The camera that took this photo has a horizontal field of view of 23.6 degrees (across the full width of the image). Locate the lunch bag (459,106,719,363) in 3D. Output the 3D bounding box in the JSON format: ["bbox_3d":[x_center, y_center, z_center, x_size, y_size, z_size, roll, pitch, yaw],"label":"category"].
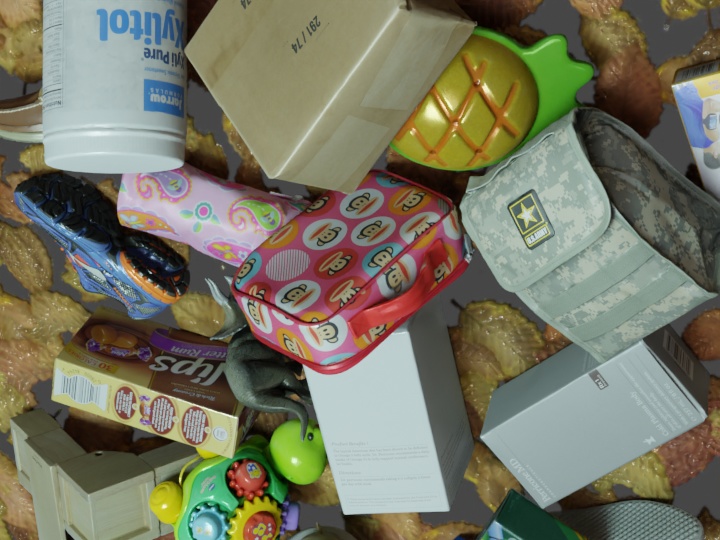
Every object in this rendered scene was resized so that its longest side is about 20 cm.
[{"bbox_3d":[0.199,-0.036,1.502,0.199,0.118,0.164,37,139,-15],"label":"lunch bag"}]

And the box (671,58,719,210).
[{"bbox_3d":[0.356,-0.093,1.500,0.118,0.042,0.202,-14,110,24],"label":"box"}]

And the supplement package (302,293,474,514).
[{"bbox_3d":[0.028,0.121,1.674,0.115,0.118,0.202,-4,116,21],"label":"supplement package"}]

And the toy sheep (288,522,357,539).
[{"bbox_3d":[-0.044,0.345,1.809,0.136,0.139,0.201,14,140,10],"label":"toy sheep"}]

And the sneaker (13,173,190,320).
[{"bbox_3d":[-0.269,-0.018,1.726,0.199,0.075,0.079,39,125,-3],"label":"sneaker"}]

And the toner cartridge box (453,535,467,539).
[{"bbox_3d":[0.062,0.376,1.768,0.200,0.043,0.095,-40,105,-13],"label":"toner cartridge box"}]

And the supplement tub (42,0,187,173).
[{"bbox_3d":[-0.219,-0.194,1.538,0.130,0.132,0.203,-3,86,19],"label":"supplement tub"}]

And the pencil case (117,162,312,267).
[{"bbox_3d":[-0.135,-0.054,1.658,0.198,0.088,0.088,19,121,8],"label":"pencil case"}]

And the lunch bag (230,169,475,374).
[{"bbox_3d":[0.000,0.000,1.548,0.175,0.200,0.083,23,145,49],"label":"lunch bag"}]

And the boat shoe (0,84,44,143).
[{"bbox_3d":[-0.264,-0.170,1.649,0.197,0.076,0.075,-5,111,11],"label":"boat shoe"}]

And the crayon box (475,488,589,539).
[{"bbox_3d":[0.200,0.316,1.687,0.199,0.052,0.126,32,137,5],"label":"crayon box"}]

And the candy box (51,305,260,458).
[{"bbox_3d":[-0.199,0.111,1.744,0.198,0.117,0.057,16,121,10],"label":"candy box"}]

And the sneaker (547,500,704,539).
[{"bbox_3d":[0.260,0.296,1.723,0.198,0.073,0.115,-6,119,33],"label":"sneaker"}]

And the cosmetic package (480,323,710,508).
[{"bbox_3d":[0.222,0.128,1.633,0.199,0.090,0.107,-37,105,27],"label":"cosmetic package"}]

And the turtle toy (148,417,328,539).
[{"bbox_3d":[-0.112,0.230,1.763,0.101,0.201,0.146,25,161,50],"label":"turtle toy"}]

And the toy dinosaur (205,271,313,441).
[{"bbox_3d":[-0.096,0.100,1.696,0.101,0.202,0.077,0,142,-18],"label":"toy dinosaur"}]

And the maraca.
[{"bbox_3d":[0.106,-0.152,1.514,0.197,0.107,0.139,-1,123,6],"label":"maraca"}]

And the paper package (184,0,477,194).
[{"bbox_3d":[-0.029,-0.199,1.473,0.201,0.103,0.191,-52,53,25],"label":"paper package"}]

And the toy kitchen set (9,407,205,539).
[{"bbox_3d":[-0.255,0.244,1.860,0.199,0.179,0.165,30,130,50],"label":"toy kitchen set"}]
